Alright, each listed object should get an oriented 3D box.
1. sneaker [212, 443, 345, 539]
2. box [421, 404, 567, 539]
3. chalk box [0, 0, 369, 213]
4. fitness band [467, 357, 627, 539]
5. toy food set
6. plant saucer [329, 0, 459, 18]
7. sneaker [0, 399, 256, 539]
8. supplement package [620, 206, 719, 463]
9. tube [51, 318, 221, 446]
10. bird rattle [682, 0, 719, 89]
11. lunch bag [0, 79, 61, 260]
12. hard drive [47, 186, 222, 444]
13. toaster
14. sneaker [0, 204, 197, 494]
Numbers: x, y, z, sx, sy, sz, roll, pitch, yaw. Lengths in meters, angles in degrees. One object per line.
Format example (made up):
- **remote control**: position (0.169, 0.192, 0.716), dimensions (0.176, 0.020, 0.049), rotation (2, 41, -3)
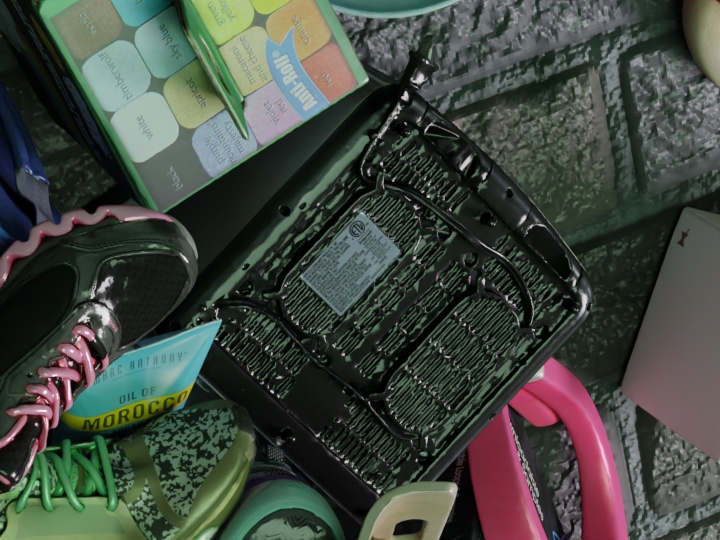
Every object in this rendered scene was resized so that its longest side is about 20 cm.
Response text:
- **sneaker**: position (-0.069, 0.178, 1.312), dimensions (0.078, 0.140, 0.200), rotation (24, 99, -16)
- **box**: position (0.073, 0.164, 1.466), dimensions (0.036, 0.200, 0.143), rotation (-12, 119, 18)
- **chalk box**: position (-0.088, -0.119, 1.274), dimensions (0.124, 0.200, 0.125), rotation (-33, 119, -10)
- **fitness band**: position (0.104, 0.122, 1.474), dimensions (0.037, 0.144, 0.200), rotation (-14, 161, 17)
- **toy food set**: position (0.006, 0.206, 1.252), dimensions (0.060, 0.144, 0.200), rotation (16, 71, 1)
- **plant saucer**: position (0.015, -0.227, 1.377), dimensions (0.200, 0.036, 0.201), rotation (-8, 111, -22)
- **sneaker**: position (-0.143, 0.105, 1.237), dimensions (0.200, 0.077, 0.089), rotation (-26, 140, 2)
- **supplement package**: position (0.270, 0.051, 1.551), dimensions (0.200, 0.117, 0.118), rotation (12, 103, -27)
- **tube**: position (-0.116, 0.071, 1.308), dimensions (0.077, 0.200, 0.050), rotation (-22, 72, -20)
- **bird rattle**: position (0.233, -0.155, 1.473), dimensions (0.200, 0.113, 0.163), rotation (-13, 130, -17)
- **lunch bag**: position (-0.204, -0.025, 1.263), dimensions (0.132, 0.200, 0.136), rotation (-36, 139, 4)
- **hard drive**: position (-0.089, 0.014, 1.421), dimensions (0.200, 0.033, 0.140), rotation (-36, 119, -9)
- **toaster**: position (0.000, 0.000, 1.368), dimensions (0.200, 0.119, 0.181), rotation (-47, 121, -2)
- **sneaker**: position (-0.146, 0.051, 1.151), dimensions (0.200, 0.095, 0.079), rotation (-33, 136, -6)
